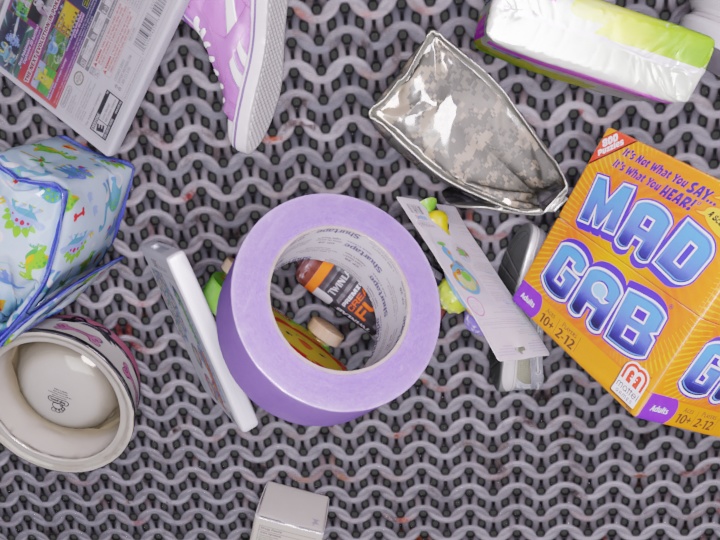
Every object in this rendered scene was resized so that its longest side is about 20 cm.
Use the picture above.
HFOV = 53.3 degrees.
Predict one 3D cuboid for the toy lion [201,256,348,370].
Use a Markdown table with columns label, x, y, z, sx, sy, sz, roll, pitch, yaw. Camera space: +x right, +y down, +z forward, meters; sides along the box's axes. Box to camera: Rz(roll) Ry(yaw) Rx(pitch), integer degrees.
| label | x | y | z | sx | sy | sz | roll | pitch | yaw |
| --- | --- | --- | --- | --- | --- | --- | --- | --- | --- |
| toy lion | -0.089 | 0.073 | 0.782 | 0.199 | 0.192 | 0.069 | 35 | 93 | -6 |

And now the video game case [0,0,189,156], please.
| label | x | y | z | sx | sy | sz | roll | pitch | yaw |
| --- | --- | --- | --- | --- | --- | --- | --- | --- | --- |
| video game case | -0.296 | -0.258 | 0.766 | 0.181 | 0.023 | 0.201 | 37 | 115 | 1 |

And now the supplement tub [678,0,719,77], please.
| label | x | y | z | sx | sy | sz | roll | pitch | yaw |
| --- | --- | --- | --- | --- | --- | --- | --- | --- | --- |
| supplement tub | 0.403 | -0.278 | 0.665 | 0.144 | 0.145 | 0.202 | 30 | 107 | -5 |

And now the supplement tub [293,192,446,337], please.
| label | x | y | z | sx | sy | sz | roll | pitch | yaw |
| --- | --- | --- | --- | --- | --- | --- | --- | --- | --- |
| supplement tub | 0.000 | 0.000 | 0.801 | 0.198 | 0.107 | 0.108 | 34 | 107 | -6 |

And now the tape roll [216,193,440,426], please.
| label | x | y | z | sx | sy | sz | roll | pitch | yaw |
| --- | --- | --- | --- | --- | --- | --- | --- | --- | --- |
| tape roll | -0.030 | 0.038 | 0.669 | 0.196 | 0.085 | 0.204 | 7 | 69 | -18 |

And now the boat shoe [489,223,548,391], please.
| label | x | y | z | sx | sy | sz | roll | pitch | yaw |
| --- | --- | --- | --- | --- | --- | --- | --- | --- | --- |
| boat shoe | 0.192 | 0.046 | 0.821 | 0.063 | 0.075 | 0.206 | 2 | 109 | -5 |

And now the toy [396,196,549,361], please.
| label | x | y | z | sx | sy | sz | roll | pitch | yaw |
| --- | --- | --- | --- | --- | --- | --- | --- | --- | --- |
| toy | 0.107 | 0.015 | 0.751 | 0.047 | 0.114 | 0.202 | -41 | 64 | 31 |

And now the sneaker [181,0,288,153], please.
| label | x | y | z | sx | sy | sz | roll | pitch | yaw |
| --- | --- | --- | --- | --- | --- | --- | --- | --- | --- |
| sneaker | -0.143 | -0.235 | 0.768 | 0.112 | 0.073 | 0.204 | 13 | 105 | 12 |

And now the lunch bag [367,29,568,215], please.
| label | x | y | z | sx | sy | sz | roll | pitch | yaw |
| --- | --- | --- | --- | --- | --- | --- | --- | --- | --- |
| lunch bag | 0.110 | -0.129 | 0.723 | 0.199 | 0.164 | 0.118 | 38 | 101 | -7 |

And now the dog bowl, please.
| label | x | y | z | sx | sy | sz | roll | pitch | yaw |
| --- | --- | --- | --- | --- | --- | --- | --- | --- | --- |
| dog bowl | -0.361 | 0.145 | 0.881 | 0.196 | 0.074 | 0.204 | 2 | 115 | 4 |

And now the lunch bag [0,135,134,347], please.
| label | x | y | z | sx | sy | sz | roll | pitch | yaw |
| --- | --- | --- | --- | --- | --- | --- | --- | --- | --- |
| lunch bag | -0.344 | -0.028 | 0.787 | 0.126 | 0.170 | 0.203 | 23 | 107 | 1 |

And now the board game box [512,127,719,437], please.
| label | x | y | z | sx | sy | sz | roll | pitch | yaw |
| --- | --- | --- | --- | --- | --- | --- | --- | --- | --- |
| board game box | 0.315 | 0.016 | 0.697 | 0.197 | 0.200 | 0.202 | 17 | 110 | -30 |

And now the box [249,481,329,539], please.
| label | x | y | z | sx | sy | sz | roll | pitch | yaw |
| --- | --- | --- | --- | --- | --- | --- | --- | --- | --- |
| box | -0.107 | 0.392 | 0.944 | 0.093 | 0.078 | 0.203 | 15 | 107 | -1 |

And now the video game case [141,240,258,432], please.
| label | x | y | z | sx | sy | sz | roll | pitch | yaw |
| --- | --- | --- | --- | --- | --- | --- | --- | --- | --- |
| video game case | -0.185 | 0.067 | 0.806 | 0.023 | 0.181 | 0.203 | -26 | 106 | -21 |

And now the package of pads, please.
| label | x | y | z | sx | sy | sz | roll | pitch | yaw |
| --- | --- | --- | --- | --- | --- | --- | --- | --- | --- |
| package of pads | 0.212 | -0.219 | 0.694 | 0.197 | 0.155 | 0.069 | 19 | 105 | -1 |
